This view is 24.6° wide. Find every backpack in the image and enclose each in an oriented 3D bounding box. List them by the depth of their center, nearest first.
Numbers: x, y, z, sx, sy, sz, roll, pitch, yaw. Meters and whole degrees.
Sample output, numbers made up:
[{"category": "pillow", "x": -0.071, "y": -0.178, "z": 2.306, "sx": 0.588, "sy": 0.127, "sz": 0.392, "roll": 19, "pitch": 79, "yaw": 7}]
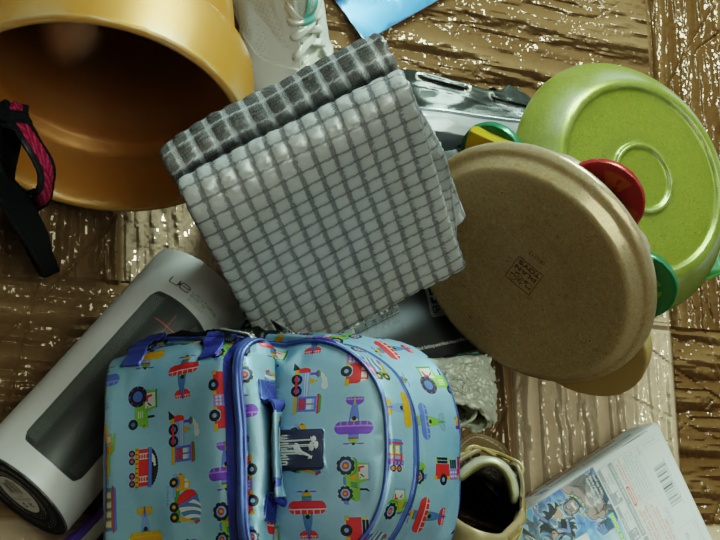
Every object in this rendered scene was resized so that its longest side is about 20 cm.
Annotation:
[{"category": "backpack", "x": -0.045, "y": 0.120, "z": 1.024, "sx": 0.135, "sy": 0.200, "sz": 0.183, "roll": 27, "pitch": 62, "yaw": -61}]

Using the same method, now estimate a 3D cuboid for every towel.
[{"category": "towel", "x": -0.025, "y": -0.047, "z": 1.089, "sx": 0.165, "sy": 0.200, "sz": 0.086, "roll": -28, "pitch": 53, "yaw": -2}]

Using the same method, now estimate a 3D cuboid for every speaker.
[{"category": "speaker", "x": -0.166, "y": 0.078, "z": 1.118, "sx": 0.081, "sy": 0.081, "sz": 0.200, "roll": 47, "pitch": 60, "yaw": -12}]

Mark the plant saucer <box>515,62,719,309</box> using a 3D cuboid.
[{"category": "plant saucer", "x": 0.206, "y": -0.066, "z": 1.249, "sx": 0.200, "sy": 0.031, "sz": 0.200, "roll": 7, "pitch": 75, "yaw": -27}]

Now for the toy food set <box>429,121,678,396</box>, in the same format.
[{"category": "toy food set", "x": 0.129, "y": -0.007, "z": 1.179, "sx": 0.200, "sy": 0.198, "sz": 0.049, "roll": 29, "pitch": 43, "yaw": 21}]

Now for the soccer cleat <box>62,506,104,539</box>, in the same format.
[{"category": "soccer cleat", "x": -0.177, "y": 0.196, "z": 1.098, "sx": 0.200, "sy": 0.073, "sz": 0.068, "roll": -37, "pitch": 99, "yaw": -48}]

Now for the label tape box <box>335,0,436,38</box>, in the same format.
[{"category": "label tape box", "x": 0.013, "y": -0.305, "z": 1.319, "sx": 0.143, "sy": 0.066, "sz": 0.200, "roll": -33, "pitch": 94, "yaw": -31}]

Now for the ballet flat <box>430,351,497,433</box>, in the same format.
[{"category": "ballet flat", "x": 0.019, "y": 0.094, "z": 1.169, "sx": 0.200, "sy": 0.072, "sz": 0.072, "roll": -3, "pitch": 80, "yaw": -32}]

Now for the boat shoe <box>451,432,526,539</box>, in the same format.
[{"category": "boat shoe", "x": 0.083, "y": 0.155, "z": 1.113, "sx": 0.074, "sy": 0.200, "sz": 0.066, "roll": 19, "pitch": 112, "yaw": -1}]

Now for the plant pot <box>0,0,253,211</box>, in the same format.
[{"category": "plant pot", "x": -0.166, "y": -0.171, "z": 1.125, "sx": 0.200, "sy": 0.200, "sz": 0.183, "roll": 22, "pitch": 53, "yaw": -24}]

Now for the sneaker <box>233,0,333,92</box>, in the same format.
[{"category": "sneaker", "x": -0.052, "y": -0.187, "z": 1.240, "sx": 0.075, "sy": 0.088, "sz": 0.200, "roll": -22, "pitch": 90, "yaw": -33}]

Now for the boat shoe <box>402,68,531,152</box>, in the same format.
[{"category": "boat shoe", "x": 0.112, "y": -0.123, "z": 1.332, "sx": 0.200, "sy": 0.069, "sz": 0.057, "roll": 6, "pitch": 75, "yaw": -26}]

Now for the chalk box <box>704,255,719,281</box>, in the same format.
[{"category": "chalk box", "x": 0.196, "y": -0.028, "z": 1.323, "sx": 0.200, "sy": 0.125, "sz": 0.124, "roll": -17, "pitch": 87, "yaw": -30}]

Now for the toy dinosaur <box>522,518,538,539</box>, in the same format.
[{"category": "toy dinosaur", "x": 0.057, "y": 0.174, "z": 1.183, "sx": 0.200, "sy": 0.105, "sz": 0.182, "roll": 46, "pitch": 20, "yaw": -32}]

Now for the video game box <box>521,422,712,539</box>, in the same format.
[{"category": "video game box", "x": 0.205, "y": 0.250, "z": 1.309, "sx": 0.182, "sy": 0.047, "sz": 0.200, "roll": -26, "pitch": 92, "yaw": -34}]

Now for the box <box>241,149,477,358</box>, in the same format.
[{"category": "box", "x": 0.000, "y": 0.000, "z": 1.248, "sx": 0.200, "sy": 0.050, "sz": 0.158, "roll": -10, "pitch": 84, "yaw": -30}]

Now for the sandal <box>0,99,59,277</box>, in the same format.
[{"category": "sandal", "x": -0.221, "y": -0.069, "z": 1.066, "sx": 0.045, "sy": 0.200, "sz": 0.075, "roll": -27, "pitch": 59, "yaw": -9}]
